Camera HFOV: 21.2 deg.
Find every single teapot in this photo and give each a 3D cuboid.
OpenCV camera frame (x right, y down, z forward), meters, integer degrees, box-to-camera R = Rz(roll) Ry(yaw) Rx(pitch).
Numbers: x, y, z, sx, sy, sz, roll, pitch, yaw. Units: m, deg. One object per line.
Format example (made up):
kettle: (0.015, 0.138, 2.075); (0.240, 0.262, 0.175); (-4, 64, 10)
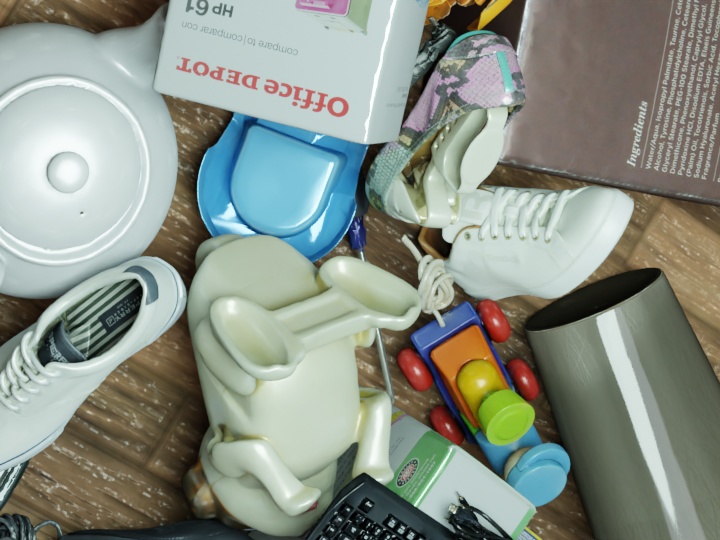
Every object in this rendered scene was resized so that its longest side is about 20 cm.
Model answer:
teapot: (-0.206, -0.065, 1.254); (0.196, 0.146, 0.201); (-10, 102, -17)

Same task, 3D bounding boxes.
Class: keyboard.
keyboard: (0.060, 0.200, 1.229); (0.200, 0.040, 0.104); (36, 86, -24)

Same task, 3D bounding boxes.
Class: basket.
basket: (0.210, 0.111, 1.424); (0.136, 0.180, 0.201); (-20, 100, 30)

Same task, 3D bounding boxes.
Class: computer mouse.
computer mouse: (-0.159, 0.229, 1.326); (0.199, 0.053, 0.139); (-8, 98, 7)

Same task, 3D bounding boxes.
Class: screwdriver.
screwdriver: (0.000, 0.000, 1.394); (0.028, 0.029, 0.201); (-21, 106, -47)

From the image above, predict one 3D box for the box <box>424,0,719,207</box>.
box: (0.169, -0.145, 1.356); (0.199, 0.166, 0.165); (9, 95, -20)

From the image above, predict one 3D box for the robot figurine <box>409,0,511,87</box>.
robot figurine: (0.041, -0.195, 1.254); (0.200, 0.145, 0.058); (-41, 145, 18)

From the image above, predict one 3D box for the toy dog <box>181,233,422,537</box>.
toy dog: (-0.065, 0.091, 1.286); (0.139, 0.193, 0.201); (-28, 135, -39)

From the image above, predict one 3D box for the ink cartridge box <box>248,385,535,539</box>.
ink cartridge box: (0.015, 0.176, 1.337); (0.087, 0.200, 0.146); (37, 85, -23)

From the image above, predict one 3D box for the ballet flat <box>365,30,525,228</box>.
ballet flat: (0.055, -0.073, 1.257); (0.069, 0.200, 0.071); (-2, 60, -24)

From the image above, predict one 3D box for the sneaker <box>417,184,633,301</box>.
sneaker: (0.105, -0.026, 1.338); (0.085, 0.200, 0.073); (35, 64, -20)

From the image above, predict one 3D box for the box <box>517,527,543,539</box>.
box: (0.160, 0.263, 1.467); (0.200, 0.070, 0.064); (41, 86, -20)

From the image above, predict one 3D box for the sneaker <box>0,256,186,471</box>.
sneaker: (-0.204, 0.058, 1.246); (0.200, 0.071, 0.073); (-43, 76, 7)

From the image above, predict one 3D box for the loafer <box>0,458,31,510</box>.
loafer: (-0.296, 0.161, 1.299); (0.072, 0.073, 0.200); (43, 82, -15)

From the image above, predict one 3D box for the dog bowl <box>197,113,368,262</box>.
dog bowl: (-0.041, -0.099, 1.341); (0.111, 0.050, 0.201); (20, 92, -1)

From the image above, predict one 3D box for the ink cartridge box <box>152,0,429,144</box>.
ink cartridge box: (-0.031, -0.188, 1.179); (0.144, 0.085, 0.201); (14, 101, 12)

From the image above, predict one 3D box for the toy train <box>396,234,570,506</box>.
toy train: (0.082, 0.075, 1.353); (0.084, 0.116, 0.200); (-31, 133, -3)
